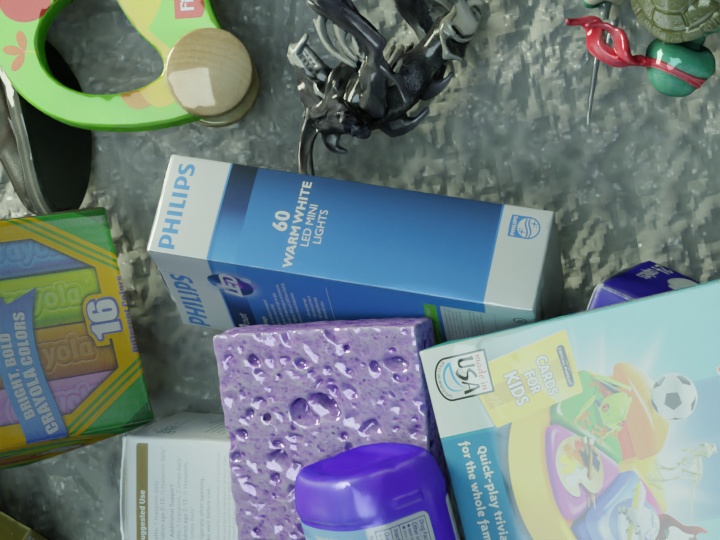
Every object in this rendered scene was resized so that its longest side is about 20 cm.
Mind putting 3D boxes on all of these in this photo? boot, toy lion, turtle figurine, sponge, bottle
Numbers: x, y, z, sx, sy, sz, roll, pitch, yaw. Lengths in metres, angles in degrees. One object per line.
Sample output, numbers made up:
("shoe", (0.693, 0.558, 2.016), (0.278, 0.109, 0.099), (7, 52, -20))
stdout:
("boot", (-0.253, -0.095, 1.508), (0.174, 0.069, 0.200), (-25, 82, 25))
("toy lion", (-0.156, -0.172, 1.426), (0.191, 0.069, 0.200), (-5, 88, 1))
("turtle figurine", (0.180, -0.156, 1.333), (0.150, 0.101, 0.200), (19, 95, 17))
("sponge", (-0.009, 0.125, 1.364), (0.111, 0.030, 0.200), (-3, 100, 20))
("bottle", (0.025, 0.186, 1.307), (0.084, 0.065, 0.200), (2, 109, 63))

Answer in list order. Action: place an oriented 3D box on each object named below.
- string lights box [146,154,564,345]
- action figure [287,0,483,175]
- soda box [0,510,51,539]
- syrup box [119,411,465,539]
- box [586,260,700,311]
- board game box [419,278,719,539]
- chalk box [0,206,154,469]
("string lights box", (0.000, 0.000, 1.381), (0.200, 0.103, 0.059), (9, 69, 10))
("action figure", (0.021, -0.137, 1.378), (0.200, 0.119, 0.102), (-43, 87, 10))
("soda box", (-0.247, 0.221, 1.484), (0.068, 0.064, 0.200), (27, 80, 23))
("syrup box", (-0.022, 0.125, 1.431), (0.200, 0.079, 0.082), (1, 96, 19))
("box", (0.187, 0.120, 1.346), (0.200, 0.105, 0.184), (24, 102, 15))
("board game box", (0.143, 0.087, 1.278), (0.200, 0.047, 0.151), (-14, 89, 20))
("chalk box", (-0.230, 0.047, 1.402), (0.124, 0.200, 0.124), (-18, 83, 46))
